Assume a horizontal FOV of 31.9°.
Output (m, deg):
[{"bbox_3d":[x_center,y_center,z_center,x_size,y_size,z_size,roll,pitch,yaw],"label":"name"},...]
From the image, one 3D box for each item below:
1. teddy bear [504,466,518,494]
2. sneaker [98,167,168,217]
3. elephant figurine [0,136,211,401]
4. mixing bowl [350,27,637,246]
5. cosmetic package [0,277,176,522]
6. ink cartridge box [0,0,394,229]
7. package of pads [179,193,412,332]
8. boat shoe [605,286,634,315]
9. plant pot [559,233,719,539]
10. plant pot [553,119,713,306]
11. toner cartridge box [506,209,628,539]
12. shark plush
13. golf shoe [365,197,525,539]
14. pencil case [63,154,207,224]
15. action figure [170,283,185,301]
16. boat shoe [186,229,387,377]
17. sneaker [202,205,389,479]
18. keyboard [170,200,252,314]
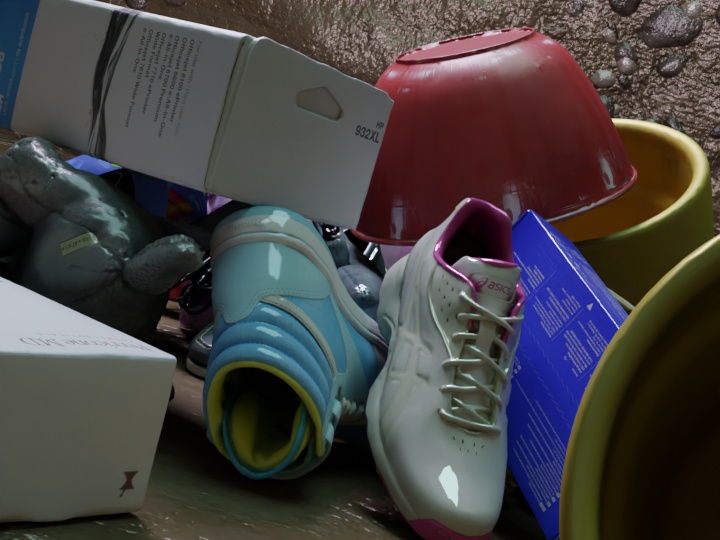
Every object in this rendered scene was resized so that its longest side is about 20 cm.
[{"bbox_3d":[0.095,0.103,0.807,0.143,0.068,0.200,8,16,-21],"label":"teddy bear"},{"bbox_3d":[-0.208,-0.019,0.840,0.077,0.071,0.199,11,-28,-41],"label":"sneaker"},{"bbox_3d":[-0.151,0.012,0.734,0.155,0.141,0.200,48,1,21],"label":"elephant figurine"},{"bbox_3d":[0.080,-0.098,0.844,0.197,0.110,0.200,-11,16,3],"label":"mixing bowl"},{"bbox_3d":[-0.187,0.040,0.553,0.198,0.072,0.101,19,6,36],"label":"cosmetic package"},{"bbox_3d":[-0.104,-0.095,0.726,0.198,0.085,0.144,19,4,34],"label":"ink cartridge box"},{"bbox_3d":[-0.041,0.009,1.033,0.197,0.122,0.076,14,-6,-17],"label":"package of pads"},{"bbox_3d":[0.124,0.035,0.806,0.199,0.074,0.063,23,7,37],"label":"boat shoe"},{"bbox_3d":[0.168,0.092,0.434,0.198,0.204,0.189,16,-9,12],"label":"plant pot"},{"bbox_3d":[0.175,0.012,0.975,0.198,0.191,0.202,-11,29,6],"label":"plant pot"},{"bbox_3d":[0.111,0.058,0.694,0.043,0.095,0.201,31,19,-32],"label":"toner cartridge box"},{"bbox_3d":[0.000,0.000,0.837,0.090,0.084,0.201,-18,30,11],"label":"shark plush"},{"bbox_3d":[0.049,0.045,0.656,0.074,0.092,0.202,16,44,-19],"label":"golf shoe"},{"bbox_3d":[-0.214,-0.055,0.978,0.197,0.088,0.078,-17,-28,-3],"label":"pencil case"},{"bbox_3d":[-0.120,0.020,1.118,0.198,0.052,0.065,12,1,-37],"label":"action figure"},{"bbox_3d":[-0.051,0.020,0.918,0.072,0.063,0.199,21,32,35],"label":"boat shoe"},{"bbox_3d":[-0.029,0.075,0.685,0.079,0.132,0.201,-15,-44,21],"label":"sneaker"},{"bbox_3d":[-0.120,0.001,0.914,0.199,0.040,0.104,-34,24,-21],"label":"keyboard"}]
